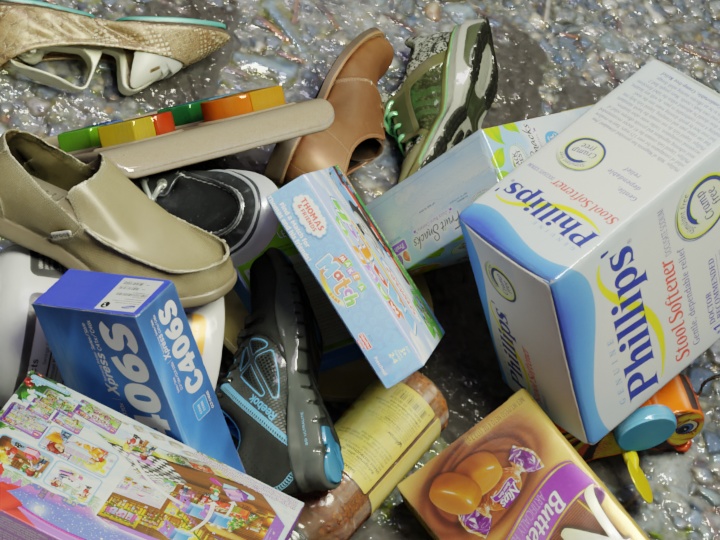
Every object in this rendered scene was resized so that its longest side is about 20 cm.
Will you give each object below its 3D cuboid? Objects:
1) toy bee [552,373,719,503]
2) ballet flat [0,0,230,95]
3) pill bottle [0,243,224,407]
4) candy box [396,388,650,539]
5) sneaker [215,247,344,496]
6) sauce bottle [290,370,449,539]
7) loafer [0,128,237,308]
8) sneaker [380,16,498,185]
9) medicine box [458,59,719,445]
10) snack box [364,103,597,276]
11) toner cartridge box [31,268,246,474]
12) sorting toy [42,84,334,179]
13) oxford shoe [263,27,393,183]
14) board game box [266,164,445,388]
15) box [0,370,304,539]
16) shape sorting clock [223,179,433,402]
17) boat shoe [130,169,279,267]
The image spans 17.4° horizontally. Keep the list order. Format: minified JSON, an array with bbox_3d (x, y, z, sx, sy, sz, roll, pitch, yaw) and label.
[{"bbox_3d":[0.213,0.114,1.749,0.200,0.109,0.131,0,59,11],"label":"toy bee"},{"bbox_3d":[-0.201,-0.169,1.833,0.200,0.071,0.065,4,81,-14],"label":"ballet flat"},{"bbox_3d":[-0.201,0.043,1.629,0.200,0.116,0.116,8,53,-14],"label":"pill bottle"},{"bbox_3d":[0.132,0.196,1.645,0.117,0.056,0.200,-37,72,-7],"label":"candy box"},{"bbox_3d":[-0.067,0.069,1.636,0.082,0.073,0.200,-15,51,8],"label":"sneaker"},{"bbox_3d":[-0.016,0.150,1.648,0.066,0.066,0.200,38,55,10],"label":"sauce bottle"},{"bbox_3d":[-0.176,-0.035,1.586,0.200,0.068,0.076,20,34,4],"label":"loafer"},{"bbox_3d":[0.048,-0.117,1.885,0.089,0.077,0.200,2,51,25],"label":"sneaker"},{"bbox_3d":[0.186,-0.012,1.664,0.200,0.182,0.103,-39,49,-19],"label":"medicine box"},{"bbox_3d":[0.124,-0.064,1.769,0.200,0.169,0.068,-13,78,-38],"label":"snack box"},{"bbox_3d":[-0.138,0.096,1.550,0.095,0.200,0.043,6,37,38],"label":"toner cartridge box"},{"bbox_3d":[-0.143,-0.105,1.732,0.185,0.200,0.037,-16,102,-29],"label":"sorting toy"},{"bbox_3d":[-0.008,-0.119,1.841,0.071,0.071,0.200,25,44,4],"label":"oxford shoe"},{"bbox_3d":[0.000,0.000,1.644,0.037,0.200,0.151,-32,91,8],"label":"board game box"},{"bbox_3d":[-0.149,0.151,1.461,0.200,0.039,0.137,26,32,4],"label":"box"},{"bbox_3d":[-0.037,0.014,1.758,0.200,0.039,0.200,16,51,-21],"label":"shape sorting clock"},{"bbox_3d":[-0.143,-0.042,1.671,0.068,0.200,0.072,14,84,-46],"label":"boat shoe"}]
